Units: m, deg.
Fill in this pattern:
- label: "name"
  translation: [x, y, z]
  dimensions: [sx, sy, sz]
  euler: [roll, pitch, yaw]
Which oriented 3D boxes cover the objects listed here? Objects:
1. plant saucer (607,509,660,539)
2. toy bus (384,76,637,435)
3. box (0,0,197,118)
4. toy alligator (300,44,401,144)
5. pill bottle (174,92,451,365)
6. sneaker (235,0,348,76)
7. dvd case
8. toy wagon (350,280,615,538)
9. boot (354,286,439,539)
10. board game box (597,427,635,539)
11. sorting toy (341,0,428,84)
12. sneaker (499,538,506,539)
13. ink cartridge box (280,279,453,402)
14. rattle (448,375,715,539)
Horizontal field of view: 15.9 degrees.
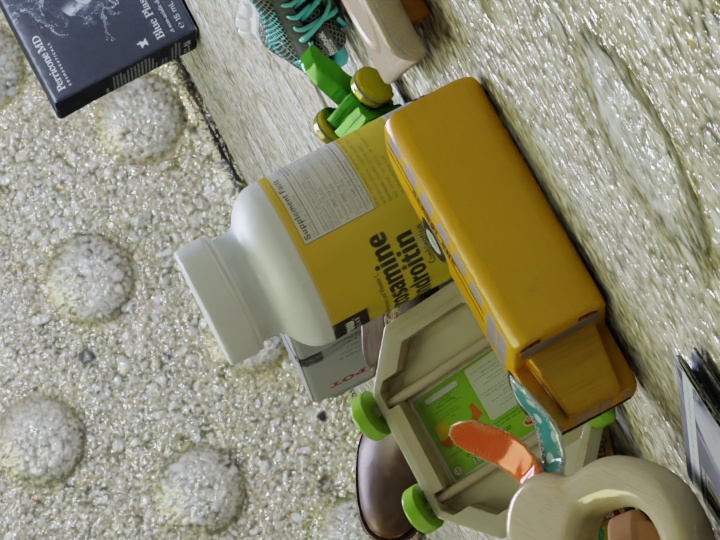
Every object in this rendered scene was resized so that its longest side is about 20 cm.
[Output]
- label: "plant saucer"
  translation: [0.202, 0.235, 1.531]
  dimensions: [0.201, 0.032, 0.201]
  euler: [61, -167, -24]
- label: "toy bus"
  translation: [0.087, -0.007, 1.487]
  dimensions: [0.201, 0.065, 0.078]
  euler: [61, 173, 18]
- label: "box"
  translation: [-0.328, -0.323, 3.128]
  dimensions: [0.198, 0.199, 0.117]
  euler: [61, 174, 3]
- label: "toy alligator"
  translation: [0.028, -0.078, 1.794]
  dimensions: [0.054, 0.059, 0.200]
  euler: [-18, -112, -51]
- label: "pill bottle"
  translation: [-0.011, -0.022, 1.619]
  dimensions: [0.113, 0.199, 0.112]
  euler: [61, 175, 9]
- label: "sneaker"
  translation: [-0.044, -0.197, 1.857]
  dimensions: [0.091, 0.078, 0.200]
  euler: [45, 173, 15]
- label: "dvd case"
  translation: [0.216, 0.150, 1.291]
  dimensions: [0.201, 0.016, 0.149]
  euler: [60, 174, 29]
- label: "toy wagon"
  translation: [0.088, 0.107, 1.620]
  dimensions: [0.201, 0.155, 0.040]
  euler: [61, -153, 9]
- label: "boot"
  translation: [0.024, 0.087, 1.790]
  dimensions: [0.200, 0.064, 0.188]
  euler: [70, -152, -75]
- label: "board game box"
  translation: [0.180, 0.203, 1.694]
  dimensions: [0.201, 0.030, 0.096]
  euler: [71, -171, -45]
- label: "sorting toy"
  translation: [-0.008, -0.209, 1.591]
  dimensions: [0.186, 0.036, 0.200]
  euler: [63, 179, -2]
- label: "sneaker"
  translation: [0.108, 0.147, 1.705]
  dimensions: [0.100, 0.074, 0.201]
  euler: [-138, 33, -76]
- label: "ink cartridge box"
  translation: [0.000, 0.000, 1.900]
  dimensions: [0.084, 0.145, 0.200]
  euler: [61, 175, 24]
- label: "rattle"
  translation: [0.154, 0.150, 1.436]
  dimensions: [0.200, 0.142, 0.131]
  euler: [43, 127, 49]
